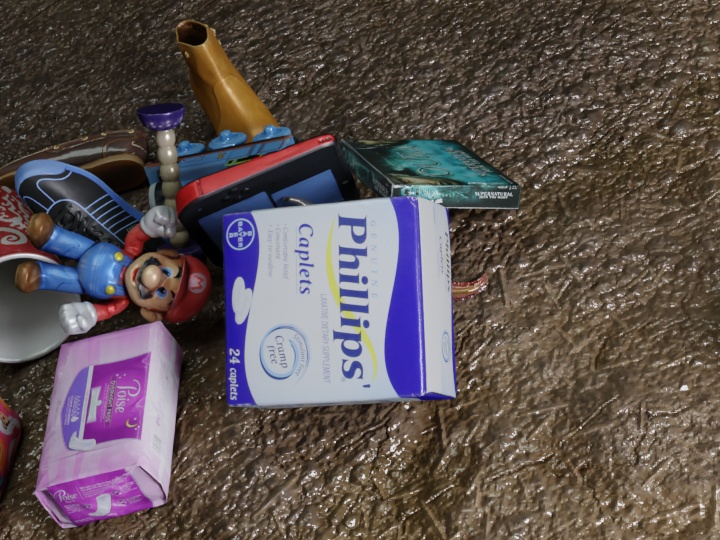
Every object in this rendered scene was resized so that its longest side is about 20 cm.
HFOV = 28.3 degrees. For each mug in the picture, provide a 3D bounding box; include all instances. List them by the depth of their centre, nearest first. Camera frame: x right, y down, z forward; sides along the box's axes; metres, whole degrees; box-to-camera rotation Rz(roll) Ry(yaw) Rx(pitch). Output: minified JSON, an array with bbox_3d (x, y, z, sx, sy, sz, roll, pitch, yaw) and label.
[{"bbox_3d":[-0.384,0.000,1.613,0.134,0.176,0.200,-62,35,16],"label":"mug"}]

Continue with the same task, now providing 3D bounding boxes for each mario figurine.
[{"bbox_3d":[-0.248,-0.002,1.452,0.198,0.124,0.106,11,30,3],"label":"mario figurine"}]

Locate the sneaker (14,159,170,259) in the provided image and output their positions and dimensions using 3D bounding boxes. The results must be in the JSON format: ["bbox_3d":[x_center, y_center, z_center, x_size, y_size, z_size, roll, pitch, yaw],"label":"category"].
[{"bbox_3d":[-0.285,-0.045,1.543,0.070,0.199,0.078,-46,30,26],"label":"sneaker"}]

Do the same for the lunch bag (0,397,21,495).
[{"bbox_3d":[-0.444,0.208,1.437,0.175,0.082,0.201,-15,40,16],"label":"lunch bag"}]

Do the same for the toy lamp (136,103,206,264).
[{"bbox_3d":[-0.198,-0.075,1.525,0.058,0.202,0.058,-4,20,2],"label":"toy lamp"}]

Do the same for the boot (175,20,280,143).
[{"bbox_3d":[-0.157,-0.206,1.680,0.070,0.145,0.201,-33,42,-10],"label":"boot"}]

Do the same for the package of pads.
[{"bbox_3d":[-0.243,0.147,1.404,0.119,0.076,0.201,-15,42,12],"label":"package of pads"}]

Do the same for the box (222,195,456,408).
[{"bbox_3d":[-0.020,0.033,1.336,0.198,0.105,0.186,-5,81,20],"label":"box"}]

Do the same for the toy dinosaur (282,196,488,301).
[{"bbox_3d":[0.000,0.000,1.473,0.106,0.198,0.181,-70,22,11],"label":"toy dinosaur"}]

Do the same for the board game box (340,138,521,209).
[{"bbox_3d":[0.066,-0.101,1.466,0.134,0.028,0.200,-1,18,-16],"label":"board game box"}]

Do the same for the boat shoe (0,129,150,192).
[{"bbox_3d":[-0.352,-0.125,1.744,0.198,0.071,0.071,-9,50,4],"label":"boat shoe"}]

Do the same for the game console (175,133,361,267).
[{"bbox_3d":[-0.091,-0.067,1.477,0.175,0.200,0.031,-19,71,2],"label":"game console"}]

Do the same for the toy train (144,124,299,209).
[{"bbox_3d":[-0.149,-0.103,1.596,0.198,0.087,0.114,-9,23,16],"label":"toy train"}]
